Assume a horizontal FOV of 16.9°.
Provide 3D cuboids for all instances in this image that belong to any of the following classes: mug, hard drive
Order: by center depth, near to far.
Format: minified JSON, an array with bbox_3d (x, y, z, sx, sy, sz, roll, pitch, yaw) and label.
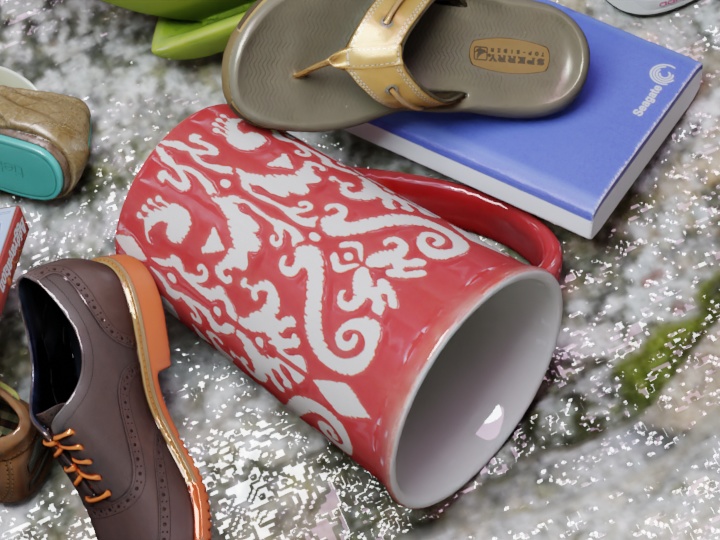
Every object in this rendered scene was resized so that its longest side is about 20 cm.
[{"bbox_3d":[-0.006,0.010,1.228,0.199,0.177,0.134,32,106,26],"label":"mug"},{"bbox_3d":[0.066,-0.103,1.298,0.199,0.025,0.132,25,52,19],"label":"hard drive"}]

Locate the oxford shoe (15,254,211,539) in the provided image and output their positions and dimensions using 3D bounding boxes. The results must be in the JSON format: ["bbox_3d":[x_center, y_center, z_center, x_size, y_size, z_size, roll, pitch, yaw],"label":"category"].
[{"bbox_3d":[-0.127,0.092,1.183,0.071,0.072,0.201,-26,73,41],"label":"oxford shoe"}]

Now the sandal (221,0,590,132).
[{"bbox_3d":[0.029,-0.108,1.214,0.198,0.054,0.081,0,96,-18],"label":"sandal"}]

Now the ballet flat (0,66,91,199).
[{"bbox_3d":[-0.237,-0.091,1.332,0.198,0.068,0.073,11,43,13],"label":"ballet flat"}]

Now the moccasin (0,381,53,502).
[{"bbox_3d":[-0.254,0.063,1.236,0.200,0.078,0.074,22,66,18],"label":"moccasin"}]

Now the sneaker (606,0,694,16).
[{"bbox_3d":[0.211,-0.231,1.310,0.199,0.121,0.084,-33,62,-11],"label":"sneaker"}]

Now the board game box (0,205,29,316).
[{"bbox_3d":[-0.272,0.019,1.223,0.198,0.020,0.103,-9,35,13],"label":"board game box"}]

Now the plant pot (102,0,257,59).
[{"bbox_3d":[-0.068,-0.236,1.285,0.198,0.181,0.201,-16,46,36],"label":"plant pot"}]
